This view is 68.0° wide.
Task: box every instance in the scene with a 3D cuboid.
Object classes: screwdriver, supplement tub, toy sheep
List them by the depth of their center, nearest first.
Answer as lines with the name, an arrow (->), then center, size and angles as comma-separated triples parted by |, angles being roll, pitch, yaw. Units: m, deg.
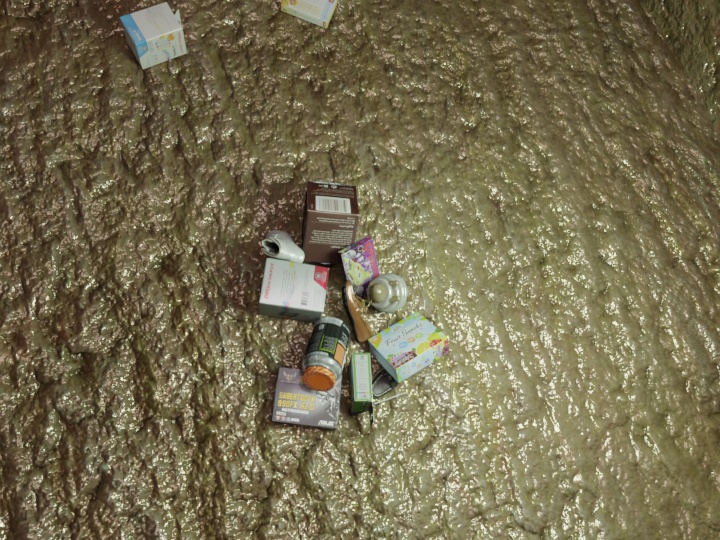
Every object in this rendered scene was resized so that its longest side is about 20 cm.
supplement tub -> -0.103, 0.249, 1.590 | 0.121, 0.124, 0.202 | 19, 43, -4
screwdriver -> 0.056, 0.404, 1.650 | 0.197, 0.028, 0.030 | -20, 104, -14
toy sheep -> 0.094, 0.072, 1.712 | 0.199, 0.136, 0.140 | 11, 60, -55

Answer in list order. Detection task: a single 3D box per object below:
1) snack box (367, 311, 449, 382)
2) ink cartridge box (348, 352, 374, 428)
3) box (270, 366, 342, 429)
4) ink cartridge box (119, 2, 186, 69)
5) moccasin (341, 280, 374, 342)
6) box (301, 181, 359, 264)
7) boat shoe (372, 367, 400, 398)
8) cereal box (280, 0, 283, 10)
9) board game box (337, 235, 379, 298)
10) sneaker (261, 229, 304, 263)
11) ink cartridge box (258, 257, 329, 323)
snack box -> 0.149, 0.234, 1.664 | 0.198, 0.069, 0.168 | -26, 37, -19
ink cartridge box -> 0.002, 0.360, 1.595 | 0.058, 0.104, 0.203 | 0, 60, -7
box -> -0.160, 0.385, 1.604 | 0.196, 0.048, 0.161 | 10, 70, -8
ink cartridge box -> -0.714, -0.831, 1.881 | 0.198, 0.129, 0.126 | -29, 79, -19
moccasin -> -0.006, 0.125, 1.680 | 0.077, 0.074, 0.205 | -20, 96, -9
box -> -0.100, -0.150, 1.697 | 0.163, 0.202, 0.166 | 4, 41, -10
boat shoe -> 0.105, 0.322, 1.670 | 0.199, 0.065, 0.073 | -39, 82, -20
cereal box -> -0.201, -1.056, 2.111 | 0.197, 0.040, 0.146 | 21, 68, -4
board game box -> 0.000, 0.000, 1.705 | 0.119, 0.202, 0.032 | -31, 41, -22
sneaker -> -0.268, -0.089, 1.672 | 0.199, 0.115, 0.075 | 34, 99, 44
ink cartridge box -> -0.209, 0.066, 1.655 | 0.196, 0.145, 0.148 | 10, 69, -8
